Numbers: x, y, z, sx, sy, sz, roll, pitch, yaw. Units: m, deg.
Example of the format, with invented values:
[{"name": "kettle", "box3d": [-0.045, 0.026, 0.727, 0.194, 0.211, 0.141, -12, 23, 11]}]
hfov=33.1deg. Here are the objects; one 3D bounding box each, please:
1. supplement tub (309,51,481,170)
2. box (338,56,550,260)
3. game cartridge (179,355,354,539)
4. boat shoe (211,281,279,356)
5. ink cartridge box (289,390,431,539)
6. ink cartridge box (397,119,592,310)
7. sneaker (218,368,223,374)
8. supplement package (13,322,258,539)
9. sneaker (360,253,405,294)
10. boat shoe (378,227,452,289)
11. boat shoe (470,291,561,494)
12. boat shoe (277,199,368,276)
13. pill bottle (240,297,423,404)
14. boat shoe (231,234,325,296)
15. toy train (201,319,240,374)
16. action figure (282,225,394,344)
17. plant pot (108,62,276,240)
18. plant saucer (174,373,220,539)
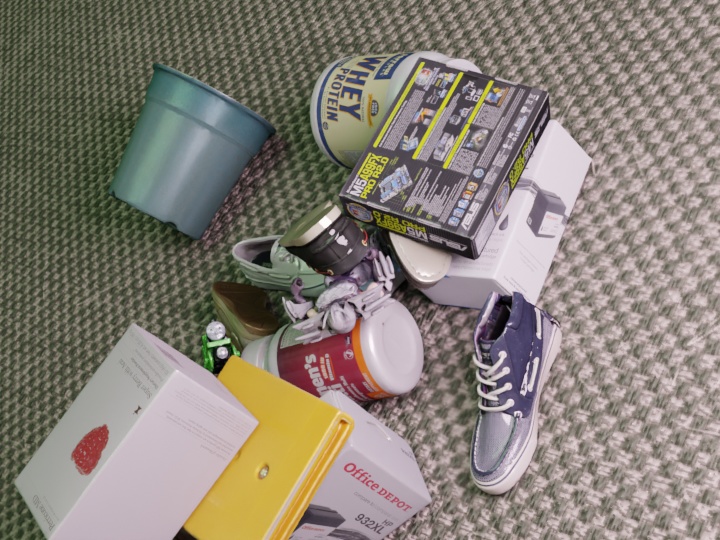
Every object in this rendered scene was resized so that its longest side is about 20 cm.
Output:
[{"name": "supplement tub", "box3d": [0.050, -0.196, 1.505, 0.199, 0.145, 0.146, 6, 64, 45]}, {"name": "box", "box3d": [0.092, -0.124, 1.294, 0.159, 0.044, 0.201, 19, 65, 23]}, {"name": "game cartridge", "box3d": [-0.113, 0.189, 1.200, 0.199, 0.032, 0.177, 20, 75, 52]}, {"name": "boat shoe", "box3d": [-0.153, 0.066, 1.546, 0.200, 0.071, 0.065, -128, 46, -67]}, {"name": "ink cartridge box", "box3d": [-0.051, 0.238, 1.250, 0.200, 0.145, 0.084, -40, 40, 12]}, {"name": "ink cartridge box", "box3d": [0.150, -0.063, 1.356, 0.144, 0.084, 0.201, 4, 64, 46]}, {"name": "sneaker", "box3d": [-0.140, 0.217, 1.387, 0.075, 0.115, 0.201, -171, 100, -78]}, {"name": "supplement package", "box3d": [-0.222, 0.179, 1.194, 0.201, 0.120, 0.121, -54, 38, -2]}, {"name": "sneaker", "box3d": [0.000, 0.000, 1.449, 0.200, 0.082, 0.074, -48, 39, 2]}, {"name": "boat shoe", "box3d": [0.050, -0.058, 1.334, 0.060, 0.071, 0.201, 110, 150, -52]}, {"name": "boat shoe", "box3d": [0.137, 0.116, 1.221, 0.074, 0.093, 0.201, -4, 57, 41]}, {"name": "boat shoe", "box3d": [-0.039, -0.032, 1.276, 0.074, 0.063, 0.201, -42, 11, -4]}, {"name": "pill bottle", "box3d": [-0.036, 0.104, 1.380, 0.199, 0.109, 0.110, -17, 49, 34]}, {"name": "boat shoe", "box3d": [-0.088, -0.011, 1.551, 0.199, 0.065, 0.074, -5, 53, 41]}, {"name": "toy train", "box3d": [-0.174, 0.100, 1.478, 0.041, 0.200, 0.057, -12, 80, -11]}, {"name": "action figure", "box3d": [-0.018, 0.013, 1.314, 0.129, 0.070, 0.200, -15, 22, 13]}, {"name": "plant pot", "box3d": [-0.253, -0.162, 1.740, 0.200, 0.200, 0.197, 24, 85, 49]}, {"name": "plant saucer", "box3d": [-0.141, 0.212, 1.323, 0.201, 0.200, 0.032, -56, 24, -7]}]
